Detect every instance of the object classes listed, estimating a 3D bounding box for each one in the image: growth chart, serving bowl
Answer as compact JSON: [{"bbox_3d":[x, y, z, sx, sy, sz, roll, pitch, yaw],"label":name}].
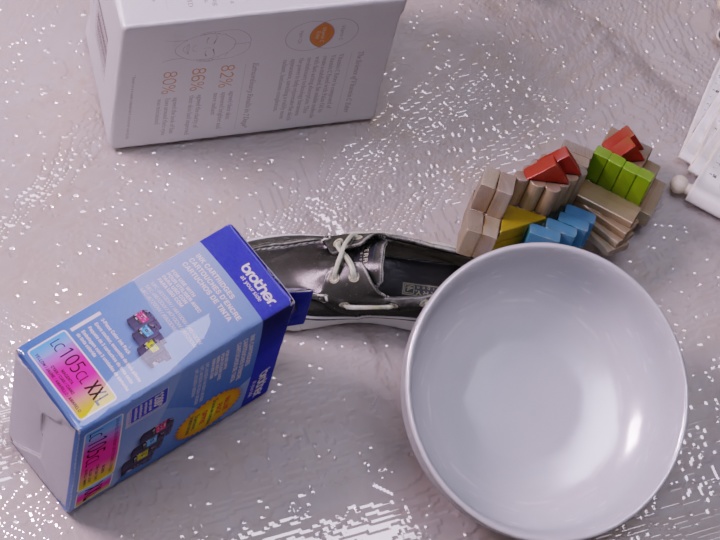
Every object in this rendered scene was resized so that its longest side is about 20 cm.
[{"bbox_3d":[0.311,-0.104,1.818,0.145,0.018,0.200,20,60,1],"label":"growth chart"},{"bbox_3d":[0.116,0.084,1.635,0.200,0.066,0.200,3,79,-15],"label":"serving bowl"}]

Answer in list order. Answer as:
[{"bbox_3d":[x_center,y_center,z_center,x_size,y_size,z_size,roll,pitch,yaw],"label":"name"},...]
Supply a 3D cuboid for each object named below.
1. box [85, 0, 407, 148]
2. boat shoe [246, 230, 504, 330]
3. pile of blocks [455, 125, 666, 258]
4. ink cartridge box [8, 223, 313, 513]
[{"bbox_3d":[-0.085,-0.179,1.715,0.200,0.152,0.106,-8,61,-14],"label":"box"},{"bbox_3d":[0.000,0.000,1.678,0.200,0.064,0.071,4,60,-7],"label":"boat shoe"},{"bbox_3d":[0.151,-0.055,1.703,0.200,0.062,0.082,-23,57,-41],"label":"pile of blocks"},{"bbox_3d":[-0.124,0.056,1.583,0.200,0.136,0.076,-33,72,-24],"label":"ink cartridge box"}]
